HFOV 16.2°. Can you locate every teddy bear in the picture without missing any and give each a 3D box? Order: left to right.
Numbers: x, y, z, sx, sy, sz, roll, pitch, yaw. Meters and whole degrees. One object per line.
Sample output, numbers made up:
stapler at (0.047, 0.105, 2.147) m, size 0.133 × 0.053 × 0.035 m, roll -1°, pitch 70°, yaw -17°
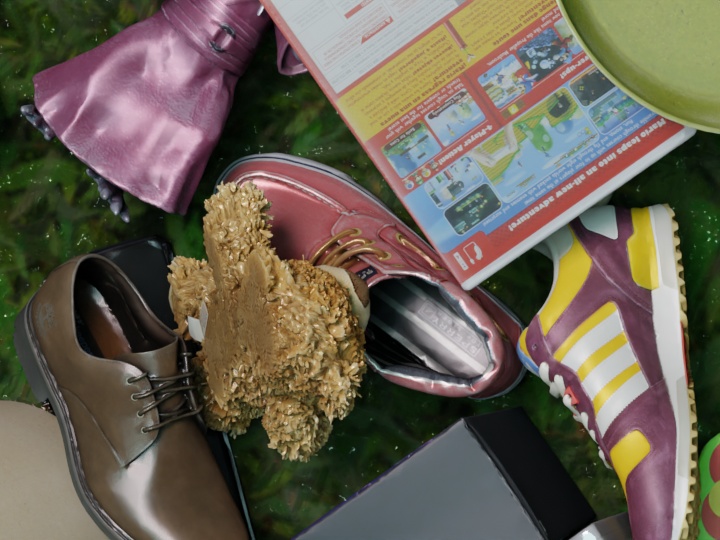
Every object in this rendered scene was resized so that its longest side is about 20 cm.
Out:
teddy bear at (-0.047, 0.030, 1.314) m, size 0.066 × 0.200 × 0.146 m, roll -10°, pitch 71°, yaw -22°

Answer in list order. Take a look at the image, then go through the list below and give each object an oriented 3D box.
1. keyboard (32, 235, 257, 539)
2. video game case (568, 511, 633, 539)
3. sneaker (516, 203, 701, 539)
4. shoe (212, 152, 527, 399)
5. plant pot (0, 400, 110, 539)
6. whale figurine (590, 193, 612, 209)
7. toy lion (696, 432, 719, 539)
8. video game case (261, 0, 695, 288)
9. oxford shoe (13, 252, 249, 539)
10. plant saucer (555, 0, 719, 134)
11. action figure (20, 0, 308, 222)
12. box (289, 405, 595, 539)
keyboard at (-0.129, 0.088, 1.405) m, size 0.103 × 0.040 × 0.201 m, roll -15°, pitch 84°, yaw -12°
video game case at (0.052, 0.189, 1.301) m, size 0.199 × 0.143 × 0.018 m, roll -36°, pitch 80°, yaw 9°
sneaker at (0.127, 0.063, 1.306) m, size 0.089 × 0.075 × 0.201 m, roll -4°, pitch 64°, yaw 6°
shoe at (0.000, 0.000, 1.342) m, size 0.199 × 0.091 × 0.072 m, roll 35°, pitch 96°, yaw 10°
plant pot at (-0.241, 0.173, 1.308) m, size 0.186 × 0.200 × 0.189 m, roll 3°, pitch 96°, yaw 29°
whale figurine at (0.147, -0.128, 1.323) m, size 0.158 × 0.104 × 0.201 m, roll 31°, pitch 119°, yaw -2°
toy lion at (0.234, 0.156, 1.311) m, size 0.199 × 0.069 × 0.192 m, roll -34°, pitch 76°, yaw 10°
video game case at (0.053, -0.111, 1.256) m, size 0.143 × 0.017 × 0.201 m, roll -34°, pitch 100°, yaw 8°
oxford shoe at (-0.113, 0.080, 1.318) m, size 0.201 × 0.072 × 0.084 m, roll 56°, pitch 139°, yaw 14°
plant saucer at (0.180, -0.165, 1.227) m, size 0.198 × 0.031 × 0.202 m, roll 0°, pitch 88°, yaw -10°
action figure at (-0.076, -0.121, 1.345) m, size 0.134 × 0.149 × 0.200 m, roll 42°, pitch 94°, yaw -4°
box at (0.033, 0.139, 1.277) m, size 0.141 × 0.200 × 0.079 m, roll -33°, pitch 82°, yaw 9°
